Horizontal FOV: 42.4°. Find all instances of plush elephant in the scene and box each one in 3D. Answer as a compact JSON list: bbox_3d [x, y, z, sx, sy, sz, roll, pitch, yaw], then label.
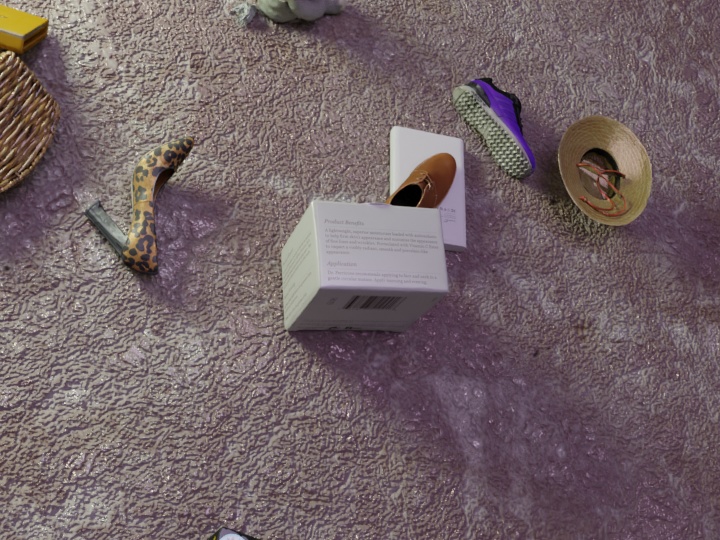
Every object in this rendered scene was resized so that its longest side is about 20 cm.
[{"bbox_3d":[-0.121,-0.502,1.547,0.199,0.155,0.166,-36,83,-29],"label":"plush elephant"}]

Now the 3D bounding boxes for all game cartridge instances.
[{"bbox_3d":[-0.567,-0.367,1.340,0.196,0.033,0.177,14,20,-11],"label":"game cartridge"}]

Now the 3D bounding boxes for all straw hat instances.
[{"bbox_3d":[0.413,-0.162,1.641,0.197,0.085,0.205,5,72,-15],"label":"straw hat"}]

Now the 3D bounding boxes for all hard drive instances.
[{"bbox_3d":[0.112,-0.137,1.554,0.129,0.026,0.204,8,66,-17],"label":"hard drive"}]

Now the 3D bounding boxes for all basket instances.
[{"bbox_3d":[-0.541,-0.191,1.321,0.143,0.147,0.202,52,56,-32],"label":"basket"}]

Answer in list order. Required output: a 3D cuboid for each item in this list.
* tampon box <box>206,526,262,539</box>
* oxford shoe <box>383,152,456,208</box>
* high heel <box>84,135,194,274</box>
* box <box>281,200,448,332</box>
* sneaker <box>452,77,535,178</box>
[{"bbox_3d":[-0.119,0.435,1.175,0.197,0.126,0.152,21,62,-10],"label":"tampon box"},{"bbox_3d":[0.100,-0.130,1.494,0.071,0.071,0.200,41,60,2],"label":"oxford shoe"},{"bbox_3d":[-0.286,-0.094,1.361,0.200,0.072,0.143,-43,80,-12],"label":"high heel"},{"bbox_3d":[0.000,0.000,1.359,0.195,0.200,0.133,2,69,-18],"label":"box"},{"bbox_3d":[0.258,-0.262,1.635,0.099,0.070,0.201,-32,82,-30],"label":"sneaker"}]
